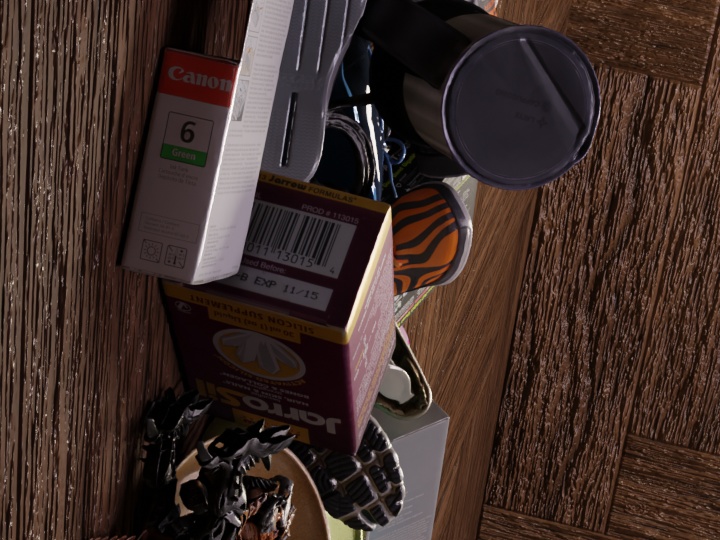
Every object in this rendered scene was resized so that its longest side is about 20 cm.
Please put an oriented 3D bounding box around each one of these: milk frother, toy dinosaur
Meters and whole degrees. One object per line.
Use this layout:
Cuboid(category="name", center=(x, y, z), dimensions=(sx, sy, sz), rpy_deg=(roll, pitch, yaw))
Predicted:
Cuboid(category="milk frother", center=(0.046, -0.099, 1.534), dimensions=(0.188, 0.180, 0.200), rpy_deg=(-140, -114, -71))
Cuboid(category="toy dinosaur", center=(-0.102, 0.161, 1.396), dimensions=(0.200, 0.102, 0.136), rpy_deg=(-43, 143, -71))

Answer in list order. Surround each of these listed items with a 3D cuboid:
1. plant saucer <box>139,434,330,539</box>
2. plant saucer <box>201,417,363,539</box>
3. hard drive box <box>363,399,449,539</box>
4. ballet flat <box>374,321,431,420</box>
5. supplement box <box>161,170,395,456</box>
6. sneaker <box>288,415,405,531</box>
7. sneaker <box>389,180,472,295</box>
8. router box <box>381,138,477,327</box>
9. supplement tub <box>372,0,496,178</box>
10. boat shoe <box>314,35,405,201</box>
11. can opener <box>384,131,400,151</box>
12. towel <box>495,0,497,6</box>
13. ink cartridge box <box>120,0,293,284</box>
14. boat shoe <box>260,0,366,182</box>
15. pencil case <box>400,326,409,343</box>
Cuboid(category="plant saucer", center=(-0.097, 0.213, 1.496), dimensions=(0.200, 0.035, 0.201), rpy_deg=(2, 88, -50))
Cuboid(category="plant saucer", center=(-0.055, 0.191, 1.613), dimensions=(0.200, 0.031, 0.200), rpy_deg=(21, 63, -50))
Cuboid(category="hard drive box", center=(-0.010, 0.164, 1.772), dimensions=(0.077, 0.156, 0.200), rpy_deg=(-19, 133, -31))
Cuboid(category="ballet flat", center=(-0.001, 0.039, 1.584), dimensions=(0.200, 0.069, 0.070), rpy_deg=(57, 38, -34))
Cuboid(category="supplement box", center=(-0.051, 0.028, 1.442), dimensions=(0.200, 0.131, 0.103), rpy_deg=(85, 22, -61))
Cuboid(category="sneaker", center=(-0.025, 0.102, 1.598), dimensions=(0.200, 0.077, 0.080), rpy_deg=(60, 17, -4))
Cuboid(category="sneaker", center=(0.000, 0.000, 1.637), dimensions=(0.112, 0.078, 0.200), rpy_deg=(-20, 168, -36))
Cuboid(category="router box", center=(0.027, -0.023, 1.860), dimensions=(0.200, 0.062, 0.150), rpy_deg=(-47, 154, -35))
Cuboid(category="supplement tub", center=(0.065, -0.181, 1.748), dimensions=(0.107, 0.107, 0.200), rpy_deg=(-59, 141, -62))
Cuboid(category="boat shoe", center=(0.000, -0.106, 1.691), dimensions=(0.069, 0.084, 0.200), rpy_deg=(-56, 163, -33))
Cuboid(category="can opener", center=(0.027, -0.135, 1.877), dimensions=(0.200, 0.063, 0.079), rpy_deg=(79, 10, -66))
Cuboid(category="towel", center=(0.087, -0.279, 1.869), dimensions=(0.191, 0.032, 0.200), rpy_deg=(106, -17, -51))
Cuboid(category="ink cartridge box", center=(-0.090, -0.095, 1.284), dimensions=(0.109, 0.050, 0.200), rpy_deg=(-16, 118, -79))
Cuboid(category="boat shoe", center=(-0.045, -0.156, 1.465), dimensions=(0.062, 0.072, 0.200), rpy_deg=(-129, -128, -70))
Cuboid(category="pencil case", center=(0.017, 0.105, 1.930), dimensions=(0.200, 0.087, 0.088), rpy_deg=(-106, -154, -73))
